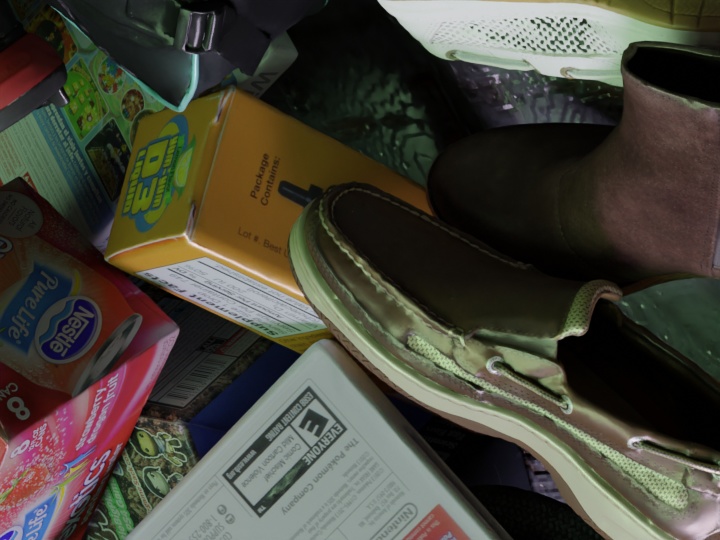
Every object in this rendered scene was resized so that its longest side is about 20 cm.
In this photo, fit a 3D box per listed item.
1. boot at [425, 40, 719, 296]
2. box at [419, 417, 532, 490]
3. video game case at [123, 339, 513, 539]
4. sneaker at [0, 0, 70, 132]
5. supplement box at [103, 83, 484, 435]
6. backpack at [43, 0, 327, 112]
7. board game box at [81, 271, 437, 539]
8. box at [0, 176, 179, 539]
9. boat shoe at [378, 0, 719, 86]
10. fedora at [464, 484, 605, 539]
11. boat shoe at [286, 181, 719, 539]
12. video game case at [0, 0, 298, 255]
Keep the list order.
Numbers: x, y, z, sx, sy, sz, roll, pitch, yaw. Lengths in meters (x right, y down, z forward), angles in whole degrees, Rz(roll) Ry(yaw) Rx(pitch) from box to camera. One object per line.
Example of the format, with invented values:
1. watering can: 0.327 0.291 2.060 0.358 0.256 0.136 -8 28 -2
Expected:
1. boot: 0.106 -0.044 1.048 0.200 0.072 0.166 13 159 19
2. box: -0.007 0.188 1.302 0.117 0.200 0.197 10 130 38
3. video game case: -0.020 0.159 1.140 0.200 0.023 0.182 -46 77 16
4. sneaker: -0.191 -0.091 1.175 0.200 0.071 0.098 -4 121 60
5. supplement box: 0.000 0.000 1.157 0.200 0.067 0.069 28 157 -33
6. backpack: -0.095 -0.186 1.090 0.200 0.153 0.176 28 144 21
7. board game box: -0.087 0.045 1.284 0.200 0.159 0.097 9 129 40
8. box: -0.162 0.073 1.168 0.095 0.100 0.200 43 137 14
9. boat shoe: 0.101 -0.100 1.057 0.200 0.071 0.069 7 151 31
10. fedora: 0.069 0.181 1.170 0.200 0.092 0.201 1 94 21
11. boat shoe: 0.069 0.024 1.075 0.202 0.075 0.075 35 133 1
12. video game case: -0.121 -0.077 1.210 0.200 0.018 0.143 -44 59 28
